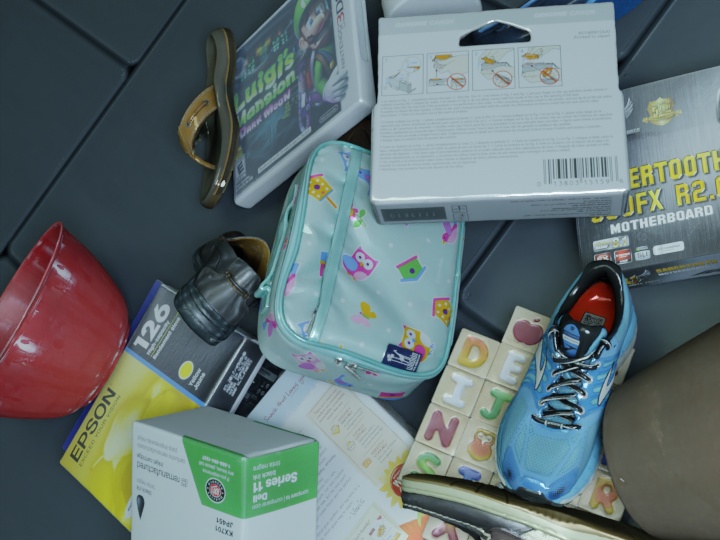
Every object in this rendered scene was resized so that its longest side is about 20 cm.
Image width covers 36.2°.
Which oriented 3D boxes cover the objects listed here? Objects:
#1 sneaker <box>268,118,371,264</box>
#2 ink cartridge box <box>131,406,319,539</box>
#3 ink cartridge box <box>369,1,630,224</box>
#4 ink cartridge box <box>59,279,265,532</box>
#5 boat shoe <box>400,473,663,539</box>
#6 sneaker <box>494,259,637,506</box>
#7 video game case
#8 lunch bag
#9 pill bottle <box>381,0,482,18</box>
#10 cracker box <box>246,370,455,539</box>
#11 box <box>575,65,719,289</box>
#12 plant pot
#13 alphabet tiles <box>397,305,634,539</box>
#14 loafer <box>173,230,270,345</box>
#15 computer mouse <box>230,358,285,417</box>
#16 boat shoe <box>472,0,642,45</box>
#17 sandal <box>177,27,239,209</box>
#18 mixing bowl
[{"bbox_3d":[-0.027,-0.065,0.994,0.070,0.076,0.201,-2,61,32],"label":"sneaker"},{"bbox_3d":[-0.112,0.225,0.887,0.146,0.083,0.201,7,99,42],"label":"ink cartridge box"},{"bbox_3d":[0.109,-0.126,0.887,0.199,0.044,0.174,-2,65,9],"label":"ink cartridge box"},{"bbox_3d":[-0.200,0.117,1.030,0.200,0.047,0.198,25,84,43],"label":"ink cartridge box"},{"bbox_3d":[0.118,0.195,0.781,0.199,0.073,0.065,14,87,18],"label":"boat shoe"},{"bbox_3d":[0.147,0.074,0.800,0.078,0.090,0.200,13,57,19],"label":"sneaker"},{"bbox_3d":[-0.062,-0.182,1.051,0.200,0.023,0.182,-33,51,42],"label":"video game case"},{"bbox_3d":[0.000,0.000,0.907,0.077,0.160,0.201,-39,35,56],"label":"lunch bag"},{"bbox_3d":[0.055,-0.316,1.035,0.114,0.114,0.201,-18,64,22],"label":"pill bottle"},{"bbox_3d":[-0.012,0.172,0.921,0.134,0.058,0.200,-50,58,2],"label":"cracker box"},{"bbox_3d":[0.270,-0.077,0.868,0.199,0.048,0.159,-10,67,25],"label":"box"},{"bbox_3d":[0.266,0.109,0.737,0.174,0.200,0.201,-26,60,40],"label":"plant pot"},{"bbox_3d":[0.130,0.132,0.848,0.166,0.006,0.201,21,72,15],"label":"alphabet tiles"},{"bbox_3d":[-0.107,0.001,0.980,0.072,0.073,0.200,-39,16,12],"label":"loafer"},{"bbox_3d":[-0.057,0.059,1.009,0.059,0.034,0.200,28,80,44],"label":"computer mouse"},{"bbox_3d":[0.182,-0.242,0.956,0.200,0.084,0.069,-32,71,12],"label":"boat shoe"},{"bbox_3d":[-0.155,-0.154,1.100,0.082,0.054,0.201,141,131,-63],"label":"sandal"},{"bbox_3d":[-0.293,0.066,1.061,0.200,0.108,0.200,-47,24,29],"label":"mixing bowl"}]
